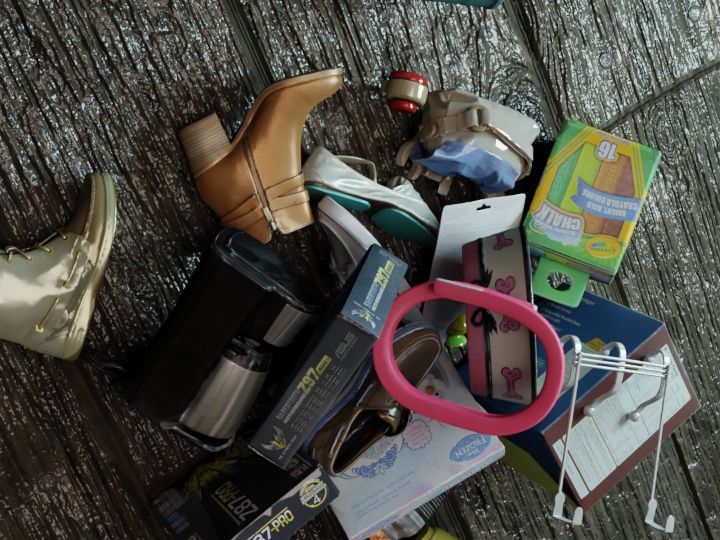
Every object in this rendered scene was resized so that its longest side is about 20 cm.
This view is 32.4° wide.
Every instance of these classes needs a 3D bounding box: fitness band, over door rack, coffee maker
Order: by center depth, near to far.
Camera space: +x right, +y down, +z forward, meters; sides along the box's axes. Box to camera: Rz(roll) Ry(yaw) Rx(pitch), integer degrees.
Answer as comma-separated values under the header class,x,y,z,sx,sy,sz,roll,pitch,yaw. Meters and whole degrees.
class,x,y,z,sx,sy,sz,roll,pitch,yaw
fitness band,0.110,0.088,1.272,0.199,0.037,0.144,17,97,11
coffee maker,-0.164,0.060,1.299,0.191,0.135,0.201,27,106,-24
over door rack,0.266,0.178,1.345,0.147,0.067,0.201,9,77,-30

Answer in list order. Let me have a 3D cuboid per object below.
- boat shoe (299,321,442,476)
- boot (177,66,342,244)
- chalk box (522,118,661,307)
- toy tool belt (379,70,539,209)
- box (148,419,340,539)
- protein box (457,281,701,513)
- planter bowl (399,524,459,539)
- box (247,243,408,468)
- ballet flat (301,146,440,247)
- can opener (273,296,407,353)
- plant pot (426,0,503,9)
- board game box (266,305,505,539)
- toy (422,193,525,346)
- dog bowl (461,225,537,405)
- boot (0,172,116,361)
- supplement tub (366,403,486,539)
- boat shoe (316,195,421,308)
class,x,y,z,sx,sy,sz,roll,pitch,yaw
boat shoe,0.025,0.144,1.340,0.200,0.072,0.072,-48,130,-3
boot,-0.083,-0.122,1.353,0.199,0.074,0.155,-27,97,3
chalk box,0.264,-0.059,1.489,0.124,0.124,0.201,20,86,10
toy tool belt,0.106,-0.141,1.429,0.199,0.125,0.124,16,85,-29
box,-0.129,0.247,1.337,0.161,0.200,0.049,-39,112,-14
protein box,0.256,0.146,1.496,0.200,0.198,0.135,-38,118,-15
planter bowl,0.062,0.358,1.459,0.200,0.200,0.084,-31,94,-18
box,-0.033,0.087,1.285,0.051,0.158,0.200,31,121,-4
ballet flat,0.020,-0.089,1.435,0.199,0.069,0.070,22,89,-25
can opener,-0.034,0.057,1.400,0.199,0.064,0.079,9,137,1
plant pot,0.057,-0.384,1.340,0.187,0.200,0.201,-2,99,-9
board game box,0.028,0.171,1.400,0.199,0.043,0.200,-29,67,-5
toy,0.120,-0.003,1.472,0.115,0.047,0.201,-11,123,-29
dog bowl,0.153,0.052,1.377,0.073,0.200,0.201,-3,101,5
boot,-0.340,-0.017,1.270,0.154,0.072,0.201,14,92,-24
supplement tub,0.058,0.226,1.464,0.200,0.122,0.123,-48,114,-12
boat shoe,0.000,0.000,1.417,0.065,0.074,0.200,-43,124,-6
